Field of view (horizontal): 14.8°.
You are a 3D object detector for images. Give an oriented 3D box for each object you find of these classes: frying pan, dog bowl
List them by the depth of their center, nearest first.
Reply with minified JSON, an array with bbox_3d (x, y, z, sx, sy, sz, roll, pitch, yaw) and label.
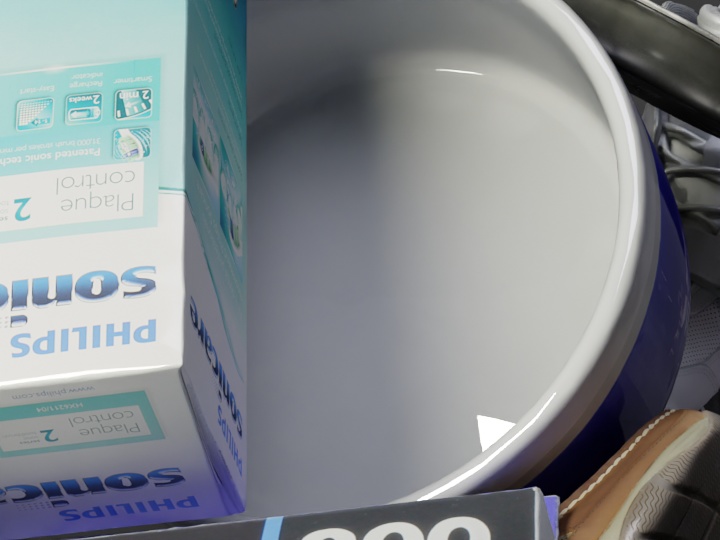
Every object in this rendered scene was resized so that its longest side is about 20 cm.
[{"bbox_3d":[0.000,0.000,0.865,0.200,0.079,0.201,-8,65,17],"label":"dog bowl"},{"bbox_3d":[0.073,-0.085,0.893,0.190,0.031,0.115,27,2,-26],"label":"frying pan"}]

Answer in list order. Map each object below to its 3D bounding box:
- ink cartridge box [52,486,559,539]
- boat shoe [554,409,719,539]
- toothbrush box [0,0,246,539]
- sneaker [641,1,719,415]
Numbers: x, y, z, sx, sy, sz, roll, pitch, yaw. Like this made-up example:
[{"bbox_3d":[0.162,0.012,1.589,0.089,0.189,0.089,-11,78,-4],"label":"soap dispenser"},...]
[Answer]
[{"bbox_3d":[-0.047,0.104,0.697,0.198,0.043,0.200,-6,26,7],"label":"ink cartridge box"},{"bbox_3d":[0.042,0.108,0.783,0.072,0.076,0.200,16,48,34],"label":"boat shoe"},{"bbox_3d":[-0.110,-0.026,0.796,0.146,0.085,0.200,-6,57,8],"label":"toothbrush box"},{"bbox_3d":[0.116,-0.026,0.984,0.075,0.115,0.200,16,34,15],"label":"sneaker"}]
